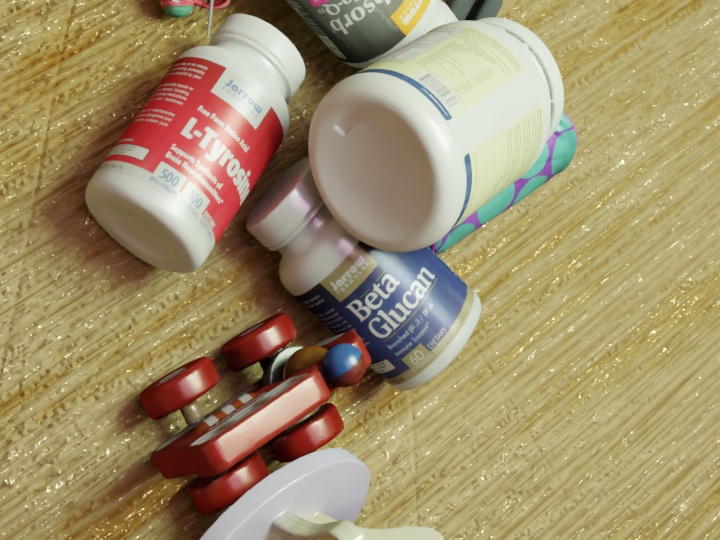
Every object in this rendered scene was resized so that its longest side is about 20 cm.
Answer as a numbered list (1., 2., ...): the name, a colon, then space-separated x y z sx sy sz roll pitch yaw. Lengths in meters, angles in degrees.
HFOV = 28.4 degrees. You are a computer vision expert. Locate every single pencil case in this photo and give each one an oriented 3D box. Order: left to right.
1. pencil case: 0.105 -0.089 1.304 0.199 0.085 0.093 -34 134 -29

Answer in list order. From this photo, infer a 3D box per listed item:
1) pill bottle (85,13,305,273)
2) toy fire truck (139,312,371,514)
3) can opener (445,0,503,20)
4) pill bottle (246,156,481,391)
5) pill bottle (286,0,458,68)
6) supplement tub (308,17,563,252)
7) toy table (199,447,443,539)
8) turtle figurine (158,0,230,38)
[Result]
1. pill bottle: -0.129 -0.108 1.165 0.112 0.112 0.201 39 65 -17
2. toy fire truck: -0.070 0.106 1.127 0.199 0.167 0.113 -30 96 -29
3. can opener: 0.085 -0.196 1.325 0.053 0.067 0.202 36 66 -19
4. pill bottle: 0.000 0.000 1.218 0.200 0.111 0.112 43 64 -16
5. pill bottle: -0.002 -0.251 1.236 0.200 0.115 0.118 43 62 -37
6. supplement tub: 0.067 -0.117 1.159 0.199 0.144 0.146 -35 99 -45
7. toy table: -0.038 0.241 1.122 0.200 0.117 0.185 -42 143 -21
8. turtle figurine: -0.162 -0.289 1.189 0.147 0.101 0.204 -1 90 16
